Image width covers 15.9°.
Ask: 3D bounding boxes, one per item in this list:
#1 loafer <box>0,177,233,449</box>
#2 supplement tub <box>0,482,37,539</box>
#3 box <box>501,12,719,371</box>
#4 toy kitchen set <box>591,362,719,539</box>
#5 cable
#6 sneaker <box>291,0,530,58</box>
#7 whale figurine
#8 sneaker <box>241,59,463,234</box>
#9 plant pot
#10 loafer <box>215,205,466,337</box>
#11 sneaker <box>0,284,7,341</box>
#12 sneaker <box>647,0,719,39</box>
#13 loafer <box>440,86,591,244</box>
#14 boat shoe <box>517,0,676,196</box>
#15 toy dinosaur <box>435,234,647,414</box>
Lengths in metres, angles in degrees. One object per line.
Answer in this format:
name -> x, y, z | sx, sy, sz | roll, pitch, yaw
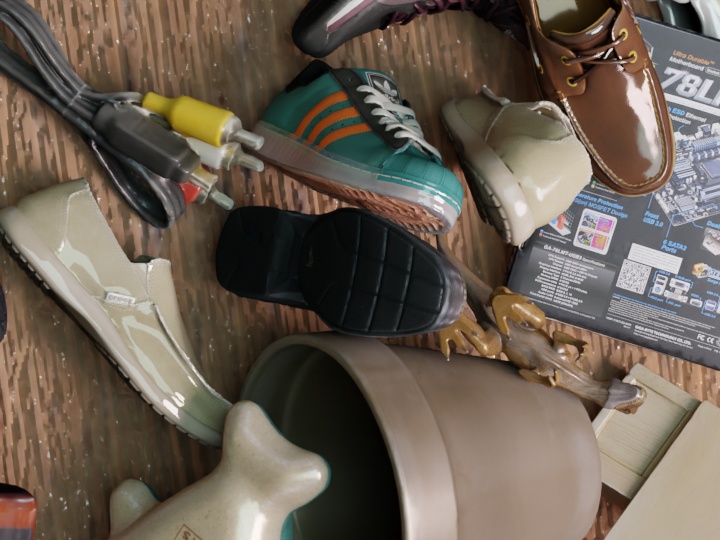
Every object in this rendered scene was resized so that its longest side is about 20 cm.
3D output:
loafer -> -0.134, 0.024, 1.547 | 0.068, 0.076, 0.200 | -43, 101, -7
supplement tub -> -0.253, 0.221, 1.503 | 0.107, 0.107, 0.201 | 8, 89, -16
box -> 0.210, -0.046, 1.615 | 0.199, 0.050, 0.199 | 16, 97, 0
toy kitchen set -> 0.223, 0.202, 1.658 | 0.200, 0.181, 0.163 | 32, 77, 26
cable -> -0.154, -0.098, 1.555 | 0.200, 0.097, 0.050 | 35, 48, 4
sneaker -> 0.061, -0.167, 1.599 | 0.200, 0.076, 0.116 | -39, 104, -12
whale figurine -> -0.081, 0.175, 1.533 | 0.159, 0.104, 0.200 | 36, 107, 25
sneaker -> 0.003, -0.081, 1.521 | 0.071, 0.200, 0.080 | 32, 86, -36
plant pot -> 0.043, 0.126, 1.558 | 0.173, 0.200, 0.201 | -9, 94, -33
loafer -> 0.000, 0.000, 1.524 | 0.072, 0.200, 0.073 | 12, 94, -41
sneaker -> -0.294, -0.019, 1.516 | 0.083, 0.072, 0.200 | -40, 102, 13
sneaker -> 0.233, -0.196, 1.647 | 0.093, 0.070, 0.200 | 10, 92, -21
loafer -> 0.096, -0.066, 1.538 | 0.068, 0.200, 0.076 | -23, 108, 1
boat shoe -> 0.134, -0.136, 1.550 | 0.072, 0.068, 0.201 | -22, 95, 5
toy dinosaur -> 0.083, 0.029, 1.557 | 0.200, 0.106, 0.060 | 45, 101, 22
